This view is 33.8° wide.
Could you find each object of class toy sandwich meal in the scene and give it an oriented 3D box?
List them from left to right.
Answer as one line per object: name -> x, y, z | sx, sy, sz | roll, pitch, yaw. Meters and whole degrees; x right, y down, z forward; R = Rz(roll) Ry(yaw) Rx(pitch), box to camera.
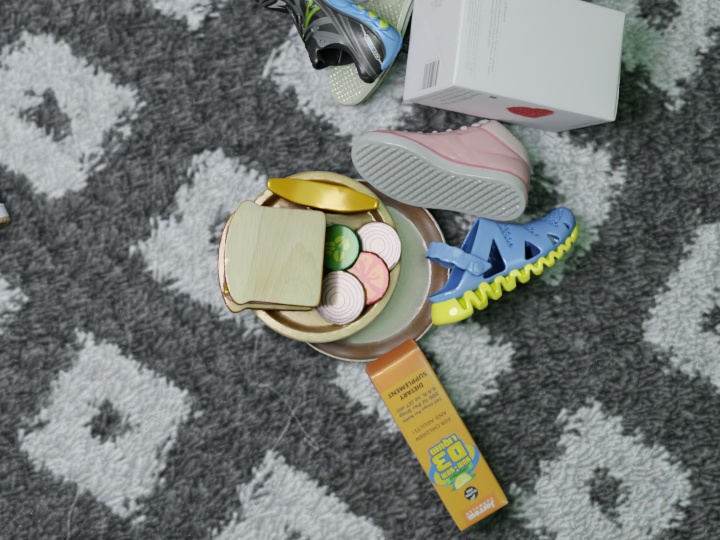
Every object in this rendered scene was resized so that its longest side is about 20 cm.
toy sandwich meal -> -0.054, -0.018, 1.271 | 0.203, 0.070, 0.208 | 0, 87, 0

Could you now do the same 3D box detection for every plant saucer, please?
plant saucer -> 0.000, 0.000, 1.321 | 0.198, 0.032, 0.203 | 0, 88, 0

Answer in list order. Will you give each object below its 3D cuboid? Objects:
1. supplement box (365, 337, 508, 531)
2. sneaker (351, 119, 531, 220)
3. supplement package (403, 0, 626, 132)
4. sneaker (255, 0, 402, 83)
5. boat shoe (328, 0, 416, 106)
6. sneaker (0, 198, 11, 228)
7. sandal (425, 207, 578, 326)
supplement box -> 0.083, 0.177, 1.281 | 0.066, 0.069, 0.201 | -31, 99, -2
sneaker -> 0.095, -0.124, 1.303 | 0.198, 0.076, 0.105 | 16, 44, 8
supplement package -> 0.163, -0.226, 1.258 | 0.198, 0.121, 0.121 | 8, 86, -23
sneaker -> -0.047, -0.266, 1.289 | 0.199, 0.071, 0.083 | 34, 99, 27
boat shoe -> 0.030, -0.273, 1.319 | 0.074, 0.062, 0.201 | 33, 103, 25
sneaker -> -0.497, -0.066, 1.299 | 0.198, 0.070, 0.109 | -23, 92, -9
sandal -> 0.149, -0.022, 1.285 | 0.199, 0.079, 0.088 | -30, 95, -17
